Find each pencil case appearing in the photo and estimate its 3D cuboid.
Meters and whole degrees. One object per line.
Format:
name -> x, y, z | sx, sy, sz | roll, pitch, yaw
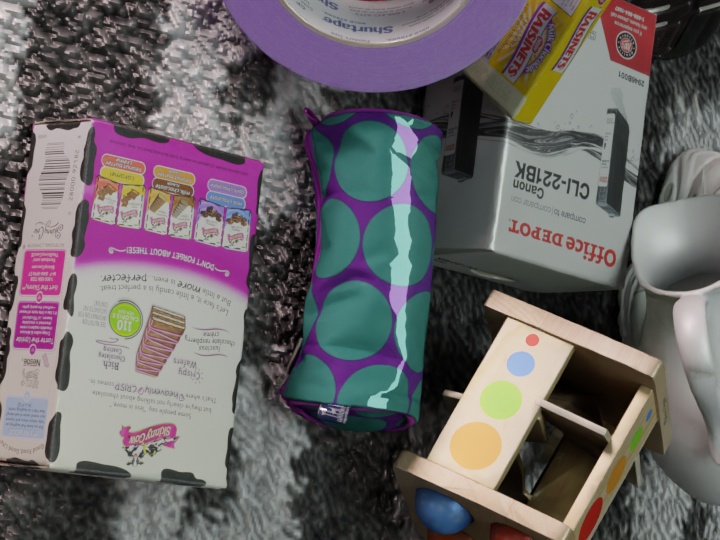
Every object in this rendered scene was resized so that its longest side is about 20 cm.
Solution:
pencil case -> 0.000, 0.000, 1.492 | 0.092, 0.085, 0.200 | 6, 83, 0

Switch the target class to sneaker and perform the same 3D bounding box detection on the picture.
sneaker -> 0.219, -0.259, 1.717 | 0.076, 0.116, 0.200 | -10, 133, -4
sneaker -> 0.255, -0.002, 1.726 | 0.078, 0.099, 0.200 | 31, 69, -39

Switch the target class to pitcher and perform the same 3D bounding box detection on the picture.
pitcher -> 0.241, 0.075, 1.609 | 0.172, 0.121, 0.200 | -74, 152, -55

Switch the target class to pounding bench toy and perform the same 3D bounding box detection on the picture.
pounding bench toy -> 0.117, 0.142, 1.568 | 0.156, 0.124, 0.200 | -59, 158, -20

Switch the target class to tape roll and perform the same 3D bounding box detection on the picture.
tape roll -> 0.009, -0.211, 1.424 | 0.200, 0.200, 0.066 | 59, 15, -27

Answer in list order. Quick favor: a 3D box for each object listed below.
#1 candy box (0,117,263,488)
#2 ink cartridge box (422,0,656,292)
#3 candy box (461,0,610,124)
candy box -> -0.135, 0.022, 1.379 | 0.136, 0.061, 0.200 | 13, 80, -43
ink cartridge box -> 0.117, -0.094, 1.605 | 0.144, 0.084, 0.200 | 15, 81, -44
candy box -> 0.125, -0.203, 1.498 | 0.026, 0.102, 0.200 | 9, 120, -50
